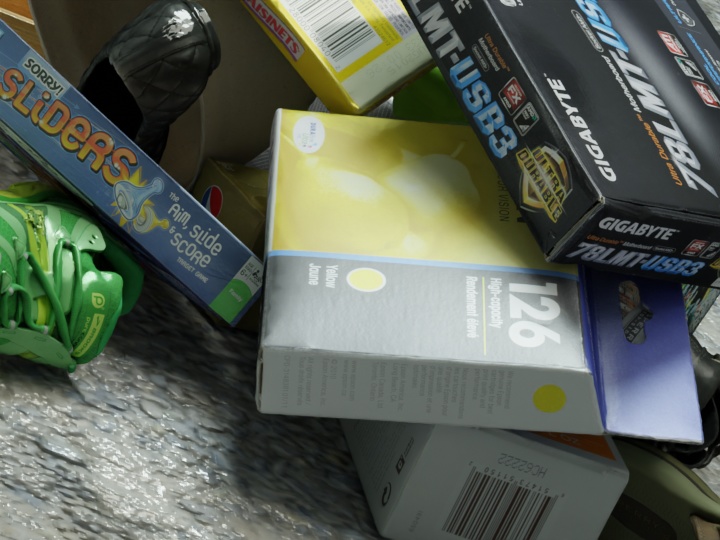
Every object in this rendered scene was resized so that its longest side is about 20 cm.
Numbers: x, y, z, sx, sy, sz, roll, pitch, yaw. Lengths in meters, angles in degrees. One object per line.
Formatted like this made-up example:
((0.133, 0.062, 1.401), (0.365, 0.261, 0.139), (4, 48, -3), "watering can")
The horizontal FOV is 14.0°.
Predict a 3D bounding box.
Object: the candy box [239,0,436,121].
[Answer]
((-0.034, -0.173, 1.459), (0.102, 0.026, 0.200), (-35, 84, -37), "candy box")

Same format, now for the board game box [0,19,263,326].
((-0.140, -0.061, 1.383), (0.200, 0.034, 0.135), (44, -7, -28), "board game box")

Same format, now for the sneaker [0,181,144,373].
((-0.149, 0.004, 1.298), (0.083, 0.074, 0.200), (26, 17, 11), "sneaker")

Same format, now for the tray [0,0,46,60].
((-0.182, -0.138, 1.705), (0.199, 0.037, 0.099), (22, 18, -17), "tray")

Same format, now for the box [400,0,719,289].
((0.125, -0.080, 1.416), (0.198, 0.050, 0.200), (11, 41, -45), "box")

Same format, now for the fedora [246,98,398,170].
((0.016, -0.065, 1.681), (0.176, 0.091, 0.200), (7, 27, -46), "fedora")

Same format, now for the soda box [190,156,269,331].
((0.000, 0.000, 1.528), (0.199, 0.064, 0.068), (11, 23, -38), "soda box")

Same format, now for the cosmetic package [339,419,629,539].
((0.050, 0.065, 1.405), (0.101, 0.071, 0.200), (19, 19, -18), "cosmetic package")

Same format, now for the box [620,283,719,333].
((0.180, -0.029, 1.600), (0.040, 0.137, 0.200), (33, -13, 17), "box")

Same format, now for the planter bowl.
((-0.078, -0.151, 1.554), (0.134, 0.201, 0.200), (-22, 42, -25), "planter bowl")

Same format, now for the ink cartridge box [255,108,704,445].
((0.054, -0.001, 1.348), (0.199, 0.047, 0.198), (3, 34, -2), "ink cartridge box")

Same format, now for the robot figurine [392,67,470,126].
((0.075, -0.117, 1.563), (0.115, 0.201, 0.175), (3, 8, 27), "robot figurine")

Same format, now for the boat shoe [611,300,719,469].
((0.153, 0.073, 1.449), (0.057, 0.069, 0.200), (34, -8, 18), "boat shoe")

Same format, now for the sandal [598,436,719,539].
((0.164, 0.145, 1.356), (0.201, 0.080, 0.057), (26, 31, 38), "sandal")

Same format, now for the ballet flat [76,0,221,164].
((-0.123, -0.086, 1.471), (0.057, 0.200, 0.067), (-21, 81, -24), "ballet flat")
